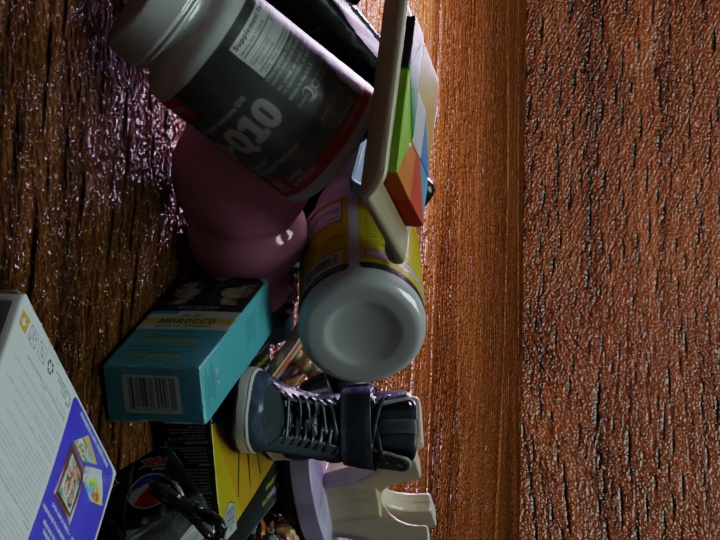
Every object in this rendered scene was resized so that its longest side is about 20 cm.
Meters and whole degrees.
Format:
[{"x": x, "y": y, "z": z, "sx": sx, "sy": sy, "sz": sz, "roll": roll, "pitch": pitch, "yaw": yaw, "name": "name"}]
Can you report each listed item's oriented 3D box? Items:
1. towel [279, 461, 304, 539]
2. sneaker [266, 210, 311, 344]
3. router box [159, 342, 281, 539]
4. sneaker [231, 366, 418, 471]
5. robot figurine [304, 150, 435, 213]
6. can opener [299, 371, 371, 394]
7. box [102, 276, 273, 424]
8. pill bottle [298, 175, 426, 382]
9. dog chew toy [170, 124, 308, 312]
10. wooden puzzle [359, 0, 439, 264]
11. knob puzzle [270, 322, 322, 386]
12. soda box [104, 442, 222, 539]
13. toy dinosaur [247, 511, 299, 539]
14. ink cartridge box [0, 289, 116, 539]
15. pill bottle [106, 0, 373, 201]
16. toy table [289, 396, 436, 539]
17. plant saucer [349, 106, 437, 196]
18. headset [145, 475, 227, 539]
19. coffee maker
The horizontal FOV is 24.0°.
[{"x": -0.048, "y": 0.246, "z": 1.791, "sx": 0.112, "sy": 0.048, "sz": 0.202, "roll": -43, "pitch": 129, "yaw": -73, "name": "towel"}, {"x": -0.079, "y": -0.012, "z": 1.624, "sx": 0.072, "sy": 0.079, "sz": 0.201, "roll": -78, "pitch": 161, "yaw": -52, "name": "sneaker"}, {"x": -0.120, "y": 0.157, "z": 1.488, "sx": 0.200, "sy": 0.051, "sz": 0.151, "roll": -43, "pitch": 130, "yaw": -74, "name": "router box"}, {"x": -0.027, "y": 0.129, "z": 1.464, "sx": 0.202, "sy": 0.145, "sz": 0.078, "roll": 40, "pitch": 53, "yaw": -73, "name": "sneaker"}, {"x": -0.020, "y": -0.077, "z": 1.690, "sx": 0.150, "sy": 0.125, "sz": 0.200, "roll": -30, "pitch": 165, "yaw": -43, "name": "robot figurine"}, {"x": -0.019, "y": 0.122, "z": 1.718, "sx": 0.200, "sy": 0.078, "sz": 0.064, "roll": 77, "pitch": 6, "yaw": -73, "name": "can opener"}, {"x": -0.136, "y": 0.061, "z": 1.374, "sx": 0.200, "sy": 0.081, "sz": 0.050, "roll": -59, "pitch": 147, "yaw": -67, "name": "box"}, {"x": 0.000, "y": 0.000, "z": 1.524, "sx": 0.201, "sy": 0.111, "sz": 0.113, "roll": -91, "pitch": 172, "yaw": -57, "name": "pill bottle"}, {"x": -0.100, "y": -0.045, "z": 1.484, "sx": 0.125, "sy": 0.123, "sz": 0.201, "roll": -74, "pitch": 166, "yaw": -53, "name": "dog chew toy"}, {"x": 0.036, "y": -0.119, "z": 1.373, "sx": 0.200, "sy": 0.037, "sz": 0.187, "roll": 69, "pitch": 27, "yaw": -72, "name": "wooden puzzle"}, {"x": -0.029, "y": 0.056, "z": 1.679, "sx": 0.220, "sy": 0.030, "sz": 0.220, "roll": -50, "pitch": 171, "yaw": -11, "name": "knob puzzle"}, {"x": -0.140, "y": 0.228, "z": 1.319, "sx": 0.063, "sy": 0.070, "sz": 0.201, "roll": 48, "pitch": -18, "yaw": 41, "name": "soda box"}, {"x": -0.076, "y": 0.281, "z": 1.580, "sx": 0.200, "sy": 0.101, "sz": 0.137, "roll": -42, "pitch": 119, "yaw": -59, "name": "toy dinosaur"}, {"x": -0.223, "y": 0.152, "z": 1.080, "sx": 0.199, "sy": 0.043, "sz": 0.201, "roll": 74, "pitch": 18, "yaw": -46, "name": "ink cartridge box"}, {"x": -0.095, "y": -0.156, "z": 1.336, "sx": 0.199, "sy": 0.114, "sz": 0.114, "roll": 37, "pitch": 37, "yaw": -18, "name": "pill bottle"}, {"x": 0.007, "y": 0.216, "z": 1.647, "sx": 0.200, "sy": 0.116, "sz": 0.186, "roll": 62, "pitch": 22, "yaw": -72, "name": "toy table"}, {"x": 0.030, "y": -0.115, "z": 1.582, "sx": 0.019, "sy": 0.069, "sz": 0.201, "roll": -57, "pitch": -168, "yaw": 34, "name": "plant saucer"}, {"x": -0.165, "y": 0.240, "z": 1.167, "sx": 0.200, "sy": 0.094, "sz": 0.124, "roll": -50, "pitch": 176, "yaw": -28, "name": "headset"}, {"x": -0.059, "y": -0.197, "z": 1.508, "sx": 0.200, "sy": 0.134, "sz": 0.192, "roll": 50, "pitch": 41, "yaw": -14, "name": "coffee maker"}]
